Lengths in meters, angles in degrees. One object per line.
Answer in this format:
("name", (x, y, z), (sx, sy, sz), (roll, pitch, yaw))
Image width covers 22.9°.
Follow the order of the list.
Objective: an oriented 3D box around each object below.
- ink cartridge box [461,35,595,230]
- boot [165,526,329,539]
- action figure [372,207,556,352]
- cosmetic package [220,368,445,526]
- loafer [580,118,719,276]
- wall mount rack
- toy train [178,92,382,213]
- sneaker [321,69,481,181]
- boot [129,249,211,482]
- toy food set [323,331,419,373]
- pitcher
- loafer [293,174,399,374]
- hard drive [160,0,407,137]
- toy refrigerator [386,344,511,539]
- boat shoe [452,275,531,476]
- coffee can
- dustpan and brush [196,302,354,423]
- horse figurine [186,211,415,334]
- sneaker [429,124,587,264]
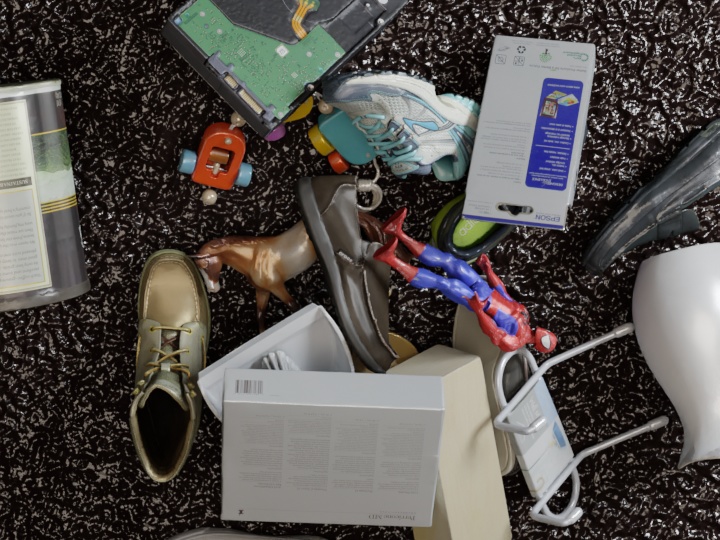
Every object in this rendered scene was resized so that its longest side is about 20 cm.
("ink cartridge box", (0.158, -0.123, 1.660), (0.099, 0.039, 0.201), (8, 66, 12))
("boot", (-0.113, 0.298, 1.743), (0.199, 0.096, 0.074), (-3, 99, -1))
("action figure", (0.105, 0.019, 1.658), (0.200, 0.066, 0.052), (36, 129, -20))
("cosmetic package", (-0.028, 0.164, 1.626), (0.199, 0.052, 0.151), (3, 126, -3))
("loafer", (0.298, -0.061, 1.716), (0.200, 0.068, 0.070), (-43, 89, 1))
("wall mount rack", (0.211, 0.147, 1.729), (0.174, 0.074, 0.201), (-43, 123, -34))
("toy train", (-0.068, -0.126, 1.706), (0.199, 0.056, 0.151), (9, 124, -13))
("sneaker", (0.042, -0.131, 1.641), (0.200, 0.077, 0.087), (13, 83, -44))
("boot", (-0.182, 0.088, 1.679), (0.072, 0.155, 0.201), (1, 99, -1))
("toy food set", (-0.041, 0.145, 1.736), (0.197, 0.049, 0.201), (7, 107, -11))
("pitcher", (0.344, 0.079, 1.720), (0.121, 0.171, 0.201), (-17, 82, 33))
("loafer", (0.000, 0.000, 1.661), (0.071, 0.073, 0.201), (-20, 95, 0))
("hard drive", (-0.069, -0.234, 1.642), (0.140, 0.038, 0.200), (44, 63, -1))
("toy refrigerator", (0.083, 0.180, 1.717), (0.076, 0.070, 0.201), (-26, 116, -32))
("boat shoe", (0.135, 0.101, 1.749), (0.067, 0.057, 0.201), (-1, 98, 39))
("coffee can", (-0.337, -0.070, 1.654), (0.146, 0.146, 0.201), (-7, 99, -1))
("dustpan and brush", (-0.049, 0.139, 1.673), (0.139, 0.057, 0.200), (-31, 134, 0))
("horse figurine", (-0.051, -0.004, 1.724), (0.199, 0.050, 0.133), (-25, 105, 4))
("sneaker", (0.147, -0.078, 1.702), (0.074, 0.081, 0.200), (39, 95, -7))
